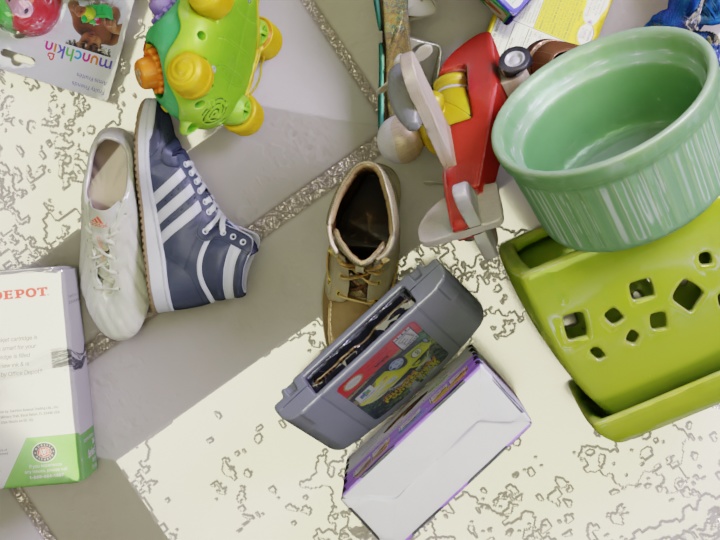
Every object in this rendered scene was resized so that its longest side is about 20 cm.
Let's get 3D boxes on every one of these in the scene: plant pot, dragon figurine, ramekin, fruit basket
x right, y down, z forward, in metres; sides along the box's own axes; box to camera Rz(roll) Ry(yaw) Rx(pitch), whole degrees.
[{"bbox_3d":[0.251,0.035,1.590,0.197,0.200,0.183,-23,99,3],"label":"plant pot"},{"bbox_3d":[0.308,-0.251,1.603,0.059,0.099,0.202,27,72,-21],"label":"dragon figurine"},{"bbox_3d":[0.218,-0.107,1.487,0.199,0.200,0.098,-28,121,3],"label":"ramekin"},{"bbox_3d":[-0.298,-0.280,1.654,0.183,0.094,0.202,18,96,2],"label":"fruit basket"}]

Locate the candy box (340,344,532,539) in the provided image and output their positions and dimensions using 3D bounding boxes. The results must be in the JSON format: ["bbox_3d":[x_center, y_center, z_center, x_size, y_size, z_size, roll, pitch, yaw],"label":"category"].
[{"bbox_3d":[0.066,0.155,1.595,0.168,0.200,0.072,-43,91,3],"label":"candy box"}]

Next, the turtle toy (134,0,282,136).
[{"bbox_3d":[-0.145,-0.221,1.635,0.100,0.146,0.202,8,78,24],"label":"turtle toy"}]

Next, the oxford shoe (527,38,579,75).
[{"bbox_3d":[0.248,-0.161,1.633,0.198,0.071,0.072,14,93,-15],"label":"oxford shoe"}]

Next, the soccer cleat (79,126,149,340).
[{"bbox_3d":[-0.236,-0.034,1.665,0.068,0.078,0.202,-1,92,3],"label":"soccer cleat"}]

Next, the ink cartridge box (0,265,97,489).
[{"bbox_3d":[-0.333,0.100,1.670,0.144,0.084,0.202,-5,92,2],"label":"ink cartridge box"}]

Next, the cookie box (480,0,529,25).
[{"bbox_3d":[0.118,-0.352,1.586,0.200,0.075,0.171,43,88,-1],"label":"cookie box"}]

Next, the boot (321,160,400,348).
[{"bbox_3d":[0.000,0.000,1.616,0.072,0.155,0.202,9,92,2],"label":"boot"}]

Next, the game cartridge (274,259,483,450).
[{"bbox_3d":[0.023,0.082,1.631,0.200,0.133,0.041,-43,64,4],"label":"game cartridge"}]

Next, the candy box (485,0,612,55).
[{"bbox_3d":[0.185,-0.258,1.665,0.101,0.026,0.202,22,92,2],"label":"candy box"}]

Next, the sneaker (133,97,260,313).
[{"bbox_3d":[-0.152,-0.064,1.664,0.107,0.070,0.202,-4,96,5],"label":"sneaker"}]

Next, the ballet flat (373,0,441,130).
[{"bbox_3d":[0.042,-0.220,1.644,0.070,0.071,0.202,-4,105,3],"label":"ballet flat"}]

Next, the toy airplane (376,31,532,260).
[{"bbox_3d":[0.078,-0.104,1.579,0.140,0.199,0.202,3,103,24],"label":"toy airplane"}]
